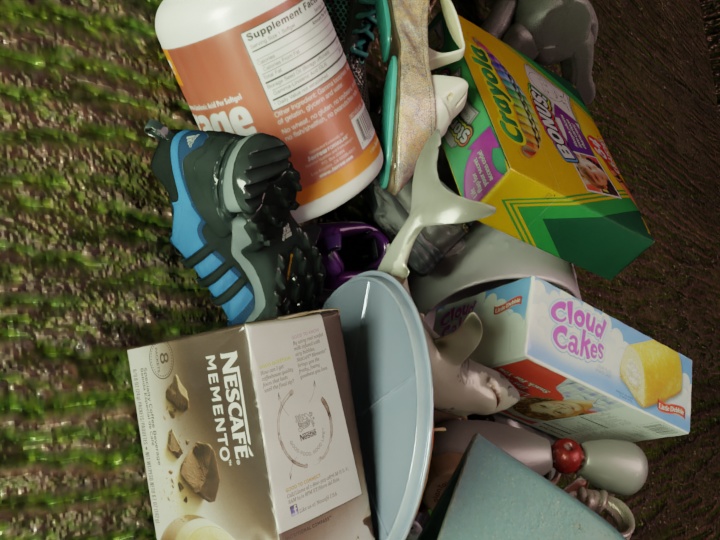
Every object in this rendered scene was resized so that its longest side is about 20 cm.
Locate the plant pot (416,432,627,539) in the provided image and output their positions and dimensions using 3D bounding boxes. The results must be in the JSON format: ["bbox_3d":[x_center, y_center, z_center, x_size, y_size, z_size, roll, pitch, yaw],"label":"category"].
[{"bbox_3d":[0.110,0.276,0.743,0.197,0.197,0.198,-59,173,-51],"label":"plant pot"}]

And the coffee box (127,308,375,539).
[{"bbox_3d":[-0.059,0.132,0.641,0.079,0.112,0.204,-6,86,-48],"label":"coffee box"}]

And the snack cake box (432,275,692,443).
[{"bbox_3d":[0.165,0.082,0.904,0.198,0.114,0.068,25,63,-32],"label":"snack cake box"}]

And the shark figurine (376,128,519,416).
[{"bbox_3d":[0.033,0.021,0.775,0.090,0.126,0.217,-116,-171,-55],"label":"shark figurine"}]

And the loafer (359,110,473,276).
[{"bbox_3d":[0.011,-0.094,0.858,0.201,0.072,0.073,51,1,-9],"label":"loafer"}]

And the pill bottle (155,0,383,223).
[{"bbox_3d":[-0.068,-0.140,0.737,0.203,0.110,0.113,66,31,-21],"label":"pill bottle"}]

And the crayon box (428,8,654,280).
[{"bbox_3d":[0.138,-0.106,0.915,0.171,0.058,0.202,22,37,-36],"label":"crayon box"}]

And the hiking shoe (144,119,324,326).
[{"bbox_3d":[-0.077,-0.012,0.713,0.075,0.085,0.202,-51,149,-39],"label":"hiking shoe"}]

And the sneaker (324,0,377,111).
[{"bbox_3d":[-0.011,-0.218,0.892,0.077,0.090,0.204,-10,89,-61],"label":"sneaker"}]

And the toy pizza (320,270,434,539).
[{"bbox_3d":[0.002,0.102,0.707,0.031,0.200,0.204,10,67,-26],"label":"toy pizza"}]

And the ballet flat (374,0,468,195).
[{"bbox_3d":[0.046,-0.150,0.813,0.068,0.066,0.204,106,-15,-68],"label":"ballet flat"}]

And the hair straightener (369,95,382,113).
[{"bbox_3d":[0.038,-0.158,0.976,0.201,0.075,0.042,-63,158,-57],"label":"hair straightener"}]

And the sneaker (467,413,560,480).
[{"bbox_3d":[0.107,0.121,0.959,0.199,0.074,0.080,34,44,-23],"label":"sneaker"}]

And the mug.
[{"bbox_3d":[0.095,-0.038,0.972,0.199,0.146,0.178,36,38,-45],"label":"mug"}]

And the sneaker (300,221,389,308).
[{"bbox_3d":[0.000,0.000,0.837,0.199,0.086,0.076,0,80,-61],"label":"sneaker"}]

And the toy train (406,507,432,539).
[{"bbox_3d":[0.077,0.177,0.970,0.057,0.041,0.201,57,33,-17],"label":"toy train"}]

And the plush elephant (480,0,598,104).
[{"bbox_3d":[0.180,-0.297,1.240,0.156,0.162,0.203,-123,-149,-46],"label":"plush elephant"}]

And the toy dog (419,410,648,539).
[{"bbox_3d":[0.120,0.169,0.879,0.132,0.197,0.097,-60,169,-51],"label":"toy dog"}]

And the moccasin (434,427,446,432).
[{"bbox_3d":[0.014,0.125,0.818,0.077,0.073,0.204,29,50,-24],"label":"moccasin"}]
